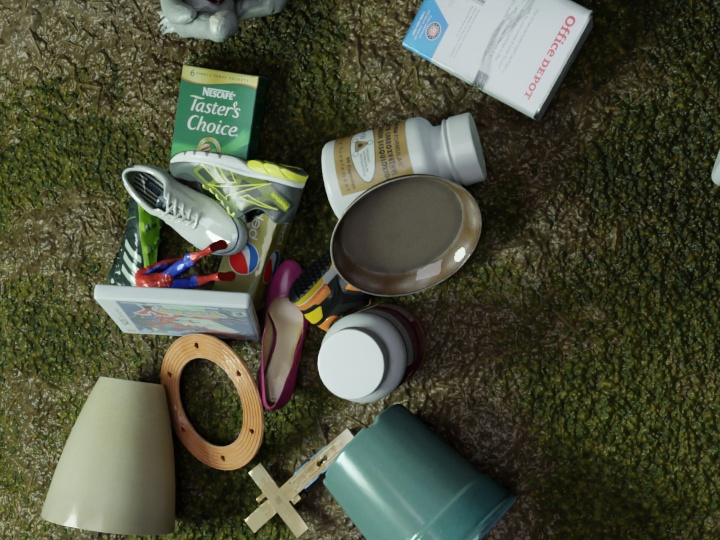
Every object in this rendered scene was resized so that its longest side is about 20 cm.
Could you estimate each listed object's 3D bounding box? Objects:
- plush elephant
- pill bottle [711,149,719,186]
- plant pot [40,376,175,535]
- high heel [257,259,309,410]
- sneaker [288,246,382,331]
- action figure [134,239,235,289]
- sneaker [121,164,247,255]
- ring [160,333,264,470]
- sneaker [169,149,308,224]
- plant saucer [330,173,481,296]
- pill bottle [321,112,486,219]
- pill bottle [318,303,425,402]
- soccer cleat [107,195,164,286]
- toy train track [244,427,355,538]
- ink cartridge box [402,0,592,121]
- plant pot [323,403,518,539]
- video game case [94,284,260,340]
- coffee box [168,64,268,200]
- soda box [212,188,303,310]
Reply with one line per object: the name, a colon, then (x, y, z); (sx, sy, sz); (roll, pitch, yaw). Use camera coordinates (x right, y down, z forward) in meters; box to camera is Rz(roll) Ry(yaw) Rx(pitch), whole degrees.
plush elephant: (-0.218, -0.402, 1.345); (0.198, 0.164, 0.156); (7, 122, 38)
pill bottle: (0.529, -0.121, 1.184); (0.198, 0.112, 0.113); (23, 99, 13)
plant pot: (-0.341, 0.256, 1.421); (0.185, 0.187, 0.202); (6, 82, 15)
high heel: (-0.104, 0.089, 1.372); (0.067, 0.096, 0.203); (3, 97, 0)
sneaker: (0.000, 0.000, 1.368); (0.200, 0.070, 0.090); (-39, 116, 3)
action figure: (-0.233, 0.009, 1.368); (0.199, 0.099, 0.066); (-17, 86, 37)
sneaker: (-0.245, -0.080, 1.363); (0.199, 0.071, 0.074); (30, 102, 19)
ring: (-0.208, 0.184, 1.415); (0.199, 0.019, 0.203); (12, 110, 35)
sneaker: (-0.169, -0.109, 1.324); (0.198, 0.074, 0.086); (11, 94, 21)
plant saucer: (0.056, -0.049, 1.281); (0.199, 0.200, 0.032); (-34, 43, 14)
pill bottle: (0.058, -0.137, 1.310); (0.198, 0.114, 0.116); (-14, 90, 14)
pill bottle: (0.013, 0.107, 1.291); (0.112, 0.200, 0.114); (1, 93, 15)
soccer cleat: (-0.327, -0.019, 1.448); (0.080, 0.067, 0.203); (0, 96, 16)
toy train track: (-0.081, 0.296, 1.418); (0.200, 0.033, 0.115); (-42, 75, 8)
ink cartridge box: (0.177, -0.303, 1.283); (0.199, 0.084, 0.146); (31, 100, 12)
plant pot: (0.068, 0.293, 1.301); (0.196, 0.200, 0.201); (44, 103, 16)
video game case: (-0.239, 0.059, 1.348); (0.197, 0.182, 0.023); (3, 73, 0)
coffee box: (-0.205, -0.182, 1.415); (0.122, 0.044, 0.202); (12, 96, 14)
soda box: (-0.141, -0.048, 1.393); (0.063, 0.068, 0.202); (20, 98, 14)
